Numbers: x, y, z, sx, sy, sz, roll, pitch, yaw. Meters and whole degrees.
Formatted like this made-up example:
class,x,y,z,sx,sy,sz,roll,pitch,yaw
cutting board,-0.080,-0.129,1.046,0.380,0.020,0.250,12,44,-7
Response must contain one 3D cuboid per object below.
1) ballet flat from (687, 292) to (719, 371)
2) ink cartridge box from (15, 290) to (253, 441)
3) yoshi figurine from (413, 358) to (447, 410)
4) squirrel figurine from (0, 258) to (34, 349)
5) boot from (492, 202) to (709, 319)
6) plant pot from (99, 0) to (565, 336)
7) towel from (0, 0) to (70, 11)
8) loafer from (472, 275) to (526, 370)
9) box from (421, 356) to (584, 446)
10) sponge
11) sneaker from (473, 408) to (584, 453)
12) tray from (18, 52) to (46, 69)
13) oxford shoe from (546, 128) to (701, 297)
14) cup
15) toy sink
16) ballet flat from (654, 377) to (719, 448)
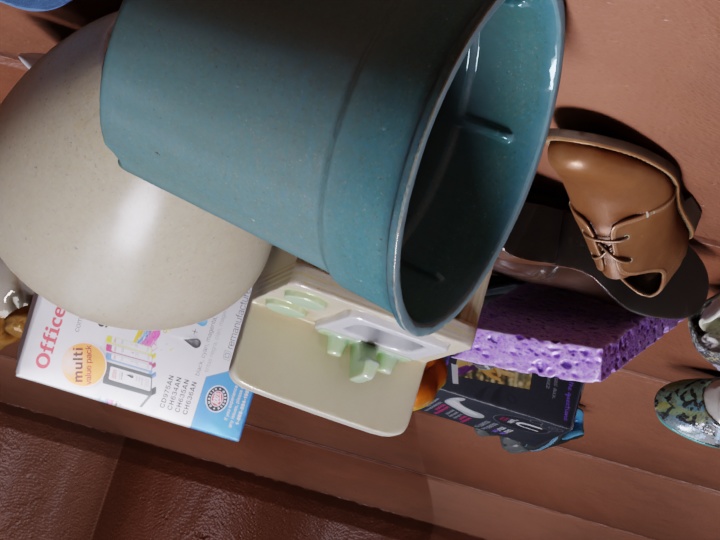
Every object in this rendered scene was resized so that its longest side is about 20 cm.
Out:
class,x,y,z,sx,sy,sz,roll,pitch,yaw
ballet flat,0.298,0.038,1.682,0.072,0.072,0.200,23,165,-26
ink cartridge box,-0.180,0.039,2.036,0.199,0.148,0.145,17,-173,-7
yoshi figurine,-0.012,0.007,1.659,0.112,0.201,0.112,-18,-159,-1
squirrel figurine,-0.265,0.016,2.243,0.186,0.142,0.200,1,177,20
boot,0.127,-0.011,1.708,0.186,0.064,0.200,21,170,-22
plant pot,-0.021,-0.091,1.269,0.195,0.201,0.200,20,170,19
towel,-0.200,-0.194,1.352,0.111,0.049,0.200,19,167,-12
loafer,0.101,0.040,1.808,0.073,0.073,0.200,4,180,31
box,0.081,0.063,1.973,0.199,0.107,0.122,18,167,-7
sponge,0.155,0.035,1.701,0.111,0.030,0.200,9,-164,25
sneaker,0.158,0.128,2.289,0.082,0.074,0.200,-6,166,19
tray,-0.138,-0.082,1.605,0.200,0.022,0.107,45,-169,12
oxford shoe,0.166,-0.035,1.519,0.071,0.072,0.200,11,165,31
cup,-0.128,-0.084,1.478,0.200,0.201,0.143,19,143,-10
toy sink,0.011,-0.006,1.543,0.130,0.201,0.112,20,168,-14
ballet flat,0.352,0.125,2.024,0.199,0.075,0.074,16,168,-5
